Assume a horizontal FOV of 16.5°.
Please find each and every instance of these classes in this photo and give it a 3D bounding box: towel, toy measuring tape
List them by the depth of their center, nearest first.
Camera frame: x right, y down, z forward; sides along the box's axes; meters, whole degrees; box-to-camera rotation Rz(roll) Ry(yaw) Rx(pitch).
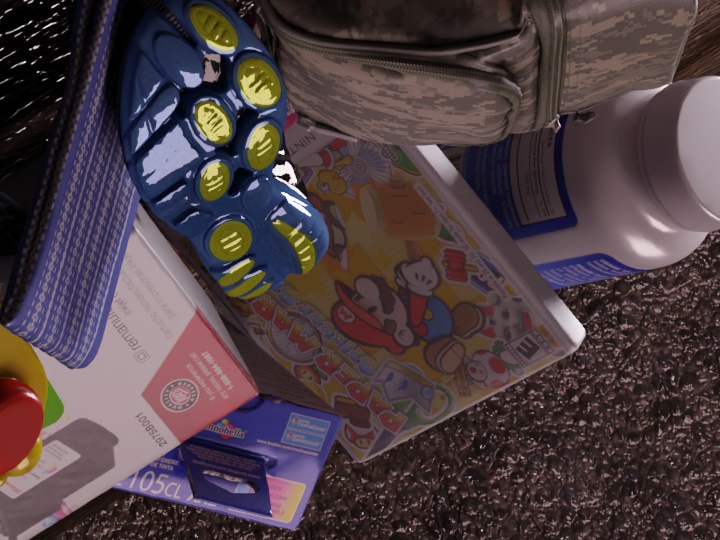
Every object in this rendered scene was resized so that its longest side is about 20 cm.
[{"bbox_3d":[-0.172,0.031,0.968,0.073,0.074,0.200,-31,143,-7],"label":"toy measuring tape"},{"bbox_3d":[-0.113,-0.036,1.010,0.200,0.024,0.145,80,23,-83],"label":"towel"}]

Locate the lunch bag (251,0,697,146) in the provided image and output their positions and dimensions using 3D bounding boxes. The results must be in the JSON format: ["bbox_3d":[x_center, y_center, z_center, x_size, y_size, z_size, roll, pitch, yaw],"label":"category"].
[{"bbox_3d":[0.036,-0.123,0.991,0.167,0.140,0.200,-16,173,0],"label":"lunch bag"}]

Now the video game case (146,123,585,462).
[{"bbox_3d":[0.000,0.000,1.396,0.182,0.200,0.023,-31,-166,39],"label":"video game case"}]

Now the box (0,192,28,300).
[{"bbox_3d":[-0.228,0.061,1.048,0.158,0.051,0.200,-5,131,-56],"label":"box"}]

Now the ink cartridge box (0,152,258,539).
[{"bbox_3d":[-0.173,0.050,1.200,0.200,0.083,0.146,-33,137,1],"label":"ink cartridge box"}]

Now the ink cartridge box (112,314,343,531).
[{"bbox_3d":[-0.104,0.073,1.366,0.200,0.136,0.076,32,-77,57],"label":"ink cartridge box"}]

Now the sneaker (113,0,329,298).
[{"bbox_3d":[-0.066,-0.057,1.014,0.071,0.083,0.200,-31,154,-5],"label":"sneaker"}]

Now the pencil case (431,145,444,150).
[{"bbox_3d":[0.097,-0.138,1.397,0.200,0.078,0.089,-29,-162,-26],"label":"pencil case"}]

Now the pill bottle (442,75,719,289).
[{"bbox_3d":[0.132,-0.051,1.408,0.112,0.112,0.200,-27,-171,-42],"label":"pill bottle"}]

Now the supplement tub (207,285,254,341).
[{"bbox_3d":[0.015,-0.030,1.534,0.200,0.145,0.145,-27,172,-42],"label":"supplement tub"}]

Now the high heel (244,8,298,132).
[{"bbox_3d":[-0.020,-0.113,1.166,0.200,0.067,0.096,-48,-169,31],"label":"high heel"}]
